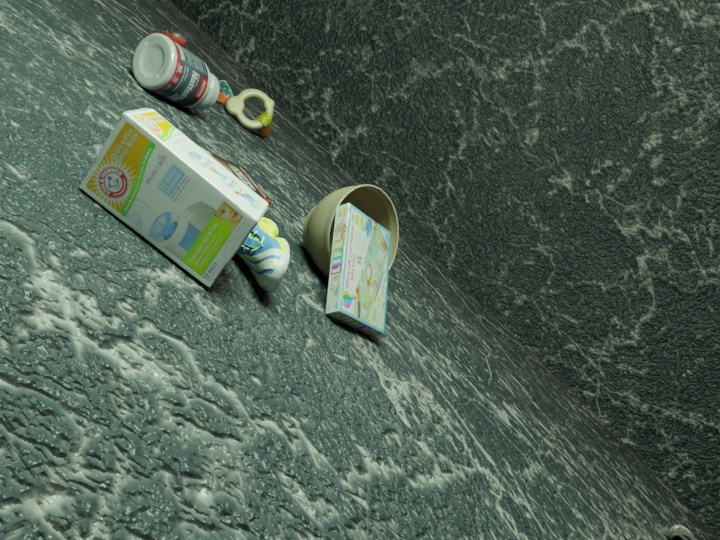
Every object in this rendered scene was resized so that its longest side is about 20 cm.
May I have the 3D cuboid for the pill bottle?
[{"bbox_3d":[-0.418,-0.451,1.371,0.120,0.120,0.199,45,12,17],"label":"pill bottle"}]

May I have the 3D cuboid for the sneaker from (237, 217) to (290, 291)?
[{"bbox_3d":[-0.170,-0.037,0.887,0.103,0.077,0.200,23,12,-24],"label":"sneaker"}]

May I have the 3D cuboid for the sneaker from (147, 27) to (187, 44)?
[{"bbox_3d":[-0.547,-0.608,1.633,0.069,0.101,0.198,12,6,-42],"label":"sneaker"}]

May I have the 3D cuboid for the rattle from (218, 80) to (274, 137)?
[{"bbox_3d":[-0.375,-0.512,1.874,0.193,0.135,0.143,11,7,-11],"label":"rattle"}]

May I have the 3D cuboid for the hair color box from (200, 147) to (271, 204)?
[{"bbox_3d":[-0.248,-0.150,1.017,0.102,0.062,0.199,47,13,21],"label":"hair color box"}]

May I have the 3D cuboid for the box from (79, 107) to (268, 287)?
[{"bbox_3d":[-0.230,-0.095,0.752,0.198,0.113,0.102,39,13,-12],"label":"box"}]

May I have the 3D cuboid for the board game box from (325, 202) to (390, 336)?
[{"bbox_3d":[0.000,0.000,1.074,0.133,0.033,0.207,30,57,-45],"label":"board game box"}]

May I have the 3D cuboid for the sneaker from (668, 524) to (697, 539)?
[{"bbox_3d":[0.915,0.782,1.582,0.199,0.076,0.114,38,13,33],"label":"sneaker"}]

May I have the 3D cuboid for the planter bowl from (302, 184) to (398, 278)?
[{"bbox_3d":[-0.034,-0.072,1.191,0.132,0.206,0.198,12,-12,44],"label":"planter bowl"}]
